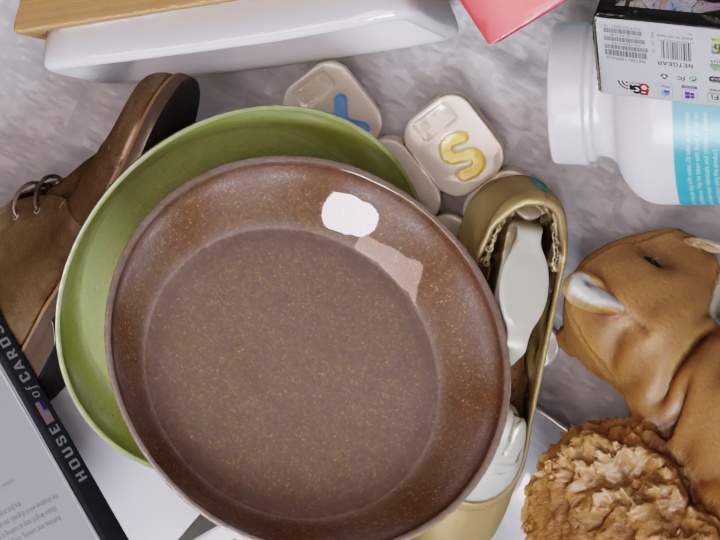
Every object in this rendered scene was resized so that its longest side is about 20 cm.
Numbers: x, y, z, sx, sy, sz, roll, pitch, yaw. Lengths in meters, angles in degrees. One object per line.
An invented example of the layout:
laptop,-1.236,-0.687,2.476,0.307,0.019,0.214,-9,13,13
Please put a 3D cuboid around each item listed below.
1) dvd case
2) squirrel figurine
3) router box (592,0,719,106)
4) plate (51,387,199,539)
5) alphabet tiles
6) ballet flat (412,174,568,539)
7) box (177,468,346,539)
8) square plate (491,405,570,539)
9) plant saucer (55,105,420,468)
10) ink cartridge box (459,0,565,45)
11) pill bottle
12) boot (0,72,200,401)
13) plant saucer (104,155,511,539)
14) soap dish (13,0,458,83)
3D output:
dvd case,-0.216,0.092,1.504,0.150,0.025,0.200,-28,92,36
squirrel figurine,0.158,0.079,1.422,0.187,0.142,0.200,40,82,10
router box,0.222,-0.135,1.342,0.200,0.149,0.051,8,137,17
plate,-0.162,0.119,1.555,0.200,0.032,0.200,-27,93,12
alphabet tiles,0.000,0.000,1.504,0.200,0.015,0.196,-36,97,14
ballet flat,0.060,0.050,1.444,0.069,0.063,0.200,10,91,-15
box,-0.002,0.195,1.460,0.097,0.124,0.200,-29,92,12
square plate,0.096,0.185,1.520,0.198,0.028,0.200,33,103,4
plant saucer,-0.061,0.007,1.448,0.200,0.031,0.200,-11,118,-22
ink cartridge box,0.064,-0.175,1.378,0.067,0.200,0.116,-32,92,13
pill bottle,0.193,-0.086,1.414,0.200,0.111,0.111,0,99,10
boot,-0.149,-0.027,1.472,0.075,0.074,0.200,38,114,14
plant saucer,-0.028,0.044,1.386,0.200,0.037,0.200,7,66,-17
soap dish,-0.054,-0.144,1.430,0.200,0.157,0.081,-8,89,11
